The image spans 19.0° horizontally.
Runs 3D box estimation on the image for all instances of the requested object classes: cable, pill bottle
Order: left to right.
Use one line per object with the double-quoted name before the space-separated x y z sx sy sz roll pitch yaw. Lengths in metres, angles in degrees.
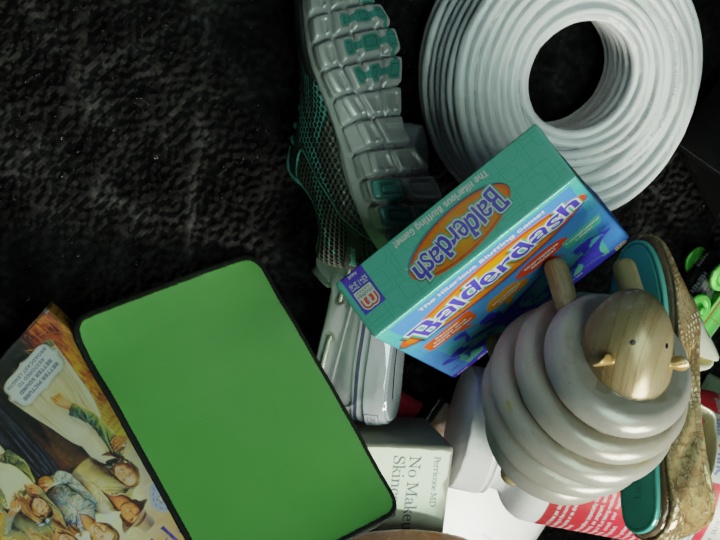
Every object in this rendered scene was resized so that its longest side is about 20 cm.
"cable" 0.133 -0.132 1.436 0.200 0.069 0.200 38 89 -30
"pill bottle" 0.162 0.124 1.476 0.199 0.112 0.113 11 103 -9

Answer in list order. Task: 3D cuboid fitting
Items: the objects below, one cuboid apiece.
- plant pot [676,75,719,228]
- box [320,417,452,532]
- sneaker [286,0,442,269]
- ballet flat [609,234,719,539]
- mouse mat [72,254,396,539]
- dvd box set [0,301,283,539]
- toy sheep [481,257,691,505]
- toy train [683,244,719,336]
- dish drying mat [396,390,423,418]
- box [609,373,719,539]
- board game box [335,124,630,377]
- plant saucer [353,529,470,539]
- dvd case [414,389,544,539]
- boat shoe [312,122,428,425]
"plant pot" 0.340 -0.071 1.493 0.177 0.200 0.200 -35 119 -3
"box" -0.045 0.141 1.427 0.199 0.068 0.083 2 102 -16
"sneaker" -0.017 -0.091 1.362 0.077 0.091 0.201 -3 75 -46
"ballet flat" 0.202 0.078 1.408 0.065 0.070 0.201 6 82 -32
"mouse mat" -0.077 0.093 1.355 0.161 0.008 0.200 -21 75 -41
"dvd box set" -0.169 0.140 1.351 0.200 0.029 0.146 43 96 -5
"toy sheep" 0.136 0.077 1.339 0.137 0.138 0.200 -6 149 -24
"toy train" 0.213 0.070 1.563 0.200 0.042 0.056 -52 130 -1
"dish drying mat" -0.039 0.158 1.484 0.077 0.018 0.200 32 91 -29
"box" 0.271 0.196 1.596 0.112 0.101 0.200 29 94 -31
"board game box" 0.082 -0.006 1.337 0.152 0.045 0.200 -39 162 8
"plant saucer" 0.010 0.246 1.461 0.199 0.035 0.201 -8 140 -6
"dvd case" 0.050 0.200 1.540 0.142 0.018 0.200 32 92 -31
"boat shoe" 0.000 0.000 1.418 0.066 0.074 0.201 8 90 12
